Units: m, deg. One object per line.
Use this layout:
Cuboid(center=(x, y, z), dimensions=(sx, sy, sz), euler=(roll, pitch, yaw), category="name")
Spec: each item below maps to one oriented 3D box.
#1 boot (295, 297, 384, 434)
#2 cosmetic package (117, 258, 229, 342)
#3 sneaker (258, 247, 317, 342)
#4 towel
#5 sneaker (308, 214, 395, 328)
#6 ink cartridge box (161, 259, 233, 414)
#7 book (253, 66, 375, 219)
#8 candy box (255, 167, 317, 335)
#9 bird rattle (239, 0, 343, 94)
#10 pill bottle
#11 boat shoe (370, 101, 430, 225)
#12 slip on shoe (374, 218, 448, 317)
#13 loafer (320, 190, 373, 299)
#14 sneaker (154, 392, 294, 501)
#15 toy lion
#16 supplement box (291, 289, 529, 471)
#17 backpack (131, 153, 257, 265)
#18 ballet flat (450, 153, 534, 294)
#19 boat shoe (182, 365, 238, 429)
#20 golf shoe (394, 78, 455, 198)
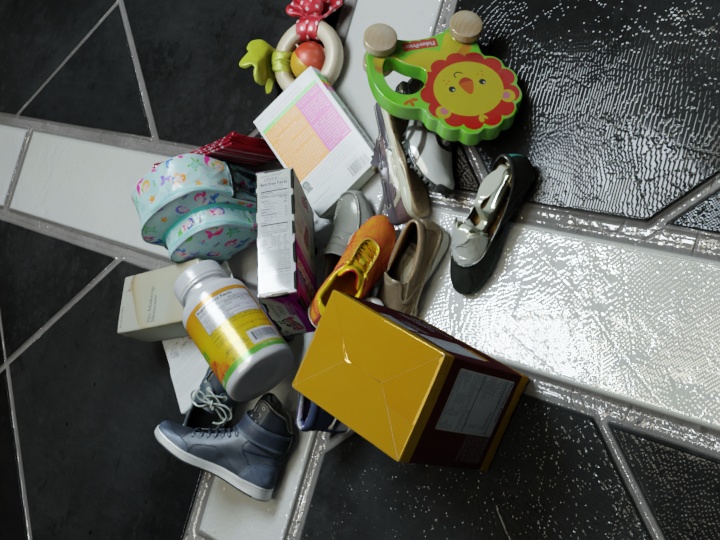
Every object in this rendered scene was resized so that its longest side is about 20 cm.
Cuboid(center=(-0.027, 0.133, 1.285), dimensions=(0.073, 0.089, 0.203), euler=(28, 109, 56), category="boot")
Cuboid(center=(-0.310, 0.052, 1.539), dimensions=(0.198, 0.073, 0.105), euler=(-13, 66, 39), category="cosmetic package")
Cuboid(center=(-0.106, 0.006, 1.433), dimensions=(0.087, 0.074, 0.202), euler=(-19, 65, 29), category="sneaker")
Cuboid(center=(-0.232, -0.184, 1.545), dimensions=(0.198, 0.144, 0.023), euler=(-14, 80, 35), category="towel")
Cuboid(center=(0.000, 0.000, 1.298), dimensions=(0.201, 0.073, 0.077), euler=(-60, 6, -28), category="sneaker")
Cuboid(center=(-0.242, 0.112, 1.535), dimensions=(0.200, 0.043, 0.175), euler=(-44, 49, 22), category="ink cartridge box")
Cuboid(center=(-0.065, -0.200, 1.452), dimensions=(0.133, 0.048, 0.201), euler=(-42, 67, 21), category="book")
Cuboid(center=(-0.106, -0.026, 1.345), dimensions=(0.060, 0.137, 0.202), euler=(-7, 62, 8), category="candy box")
Cuboid(center=(-0.089, -0.361, 1.532), dimensions=(0.200, 0.112, 0.164), euler=(-42, 68, 10), category="bird rattle")
Cuboid(center=(-0.194, 0.083, 1.375), dimensions=(0.111, 0.111, 0.200), euler=(-48, 62, 18), category="pill bottle")
Cuboid(center=(0.045, -0.159, 1.355), dimensions=(0.064, 0.072, 0.202), euler=(-24, 68, 24), category="boat shoe")
Cuboid(center=(0.054, 0.021, 1.300), dimensions=(0.076, 0.060, 0.201), euler=(36, 101, 40), category="slip on shoe")
Cuboid(center=(-0.022, -0.025, 1.371), dimensions=(0.069, 0.069, 0.203), euler=(-13, 68, 40), category="loafer")
Cuboid(center=(-0.196, 0.234, 1.395), dimensions=(0.200, 0.077, 0.148), euler=(25, 97, 2), category="sneaker")
Cuboid(center=(0.113, -0.254, 1.272), dimensions=(0.197, 0.069, 0.194), euler=(-9, 63, -7), category="toy lion")
Cuboid(center=(0.063, 0.139, 1.165), dimensions=(0.196, 0.199, 0.134), euler=(28, 95, 41), category="supplement box")
Cuboid(center=(-0.264, -0.097, 1.509), dimensions=(0.177, 0.199, 0.152), euler=(-32, 59, 28), category="backpack")
Cuboid(center=(0.159, -0.067, 1.233), dimensions=(0.068, 0.068, 0.202), euler=(29, 97, 40), category="ballet flat")
Cuboid(center=(-0.232, 0.208, 1.455), dimensions=(0.201, 0.074, 0.062), euler=(-56, 5, 22), category="boat shoe")
Cuboid(center=(0.108, -0.201, 1.311), dimensions=(0.094, 0.077, 0.202), euler=(-30, 61, 29), category="golf shoe")
